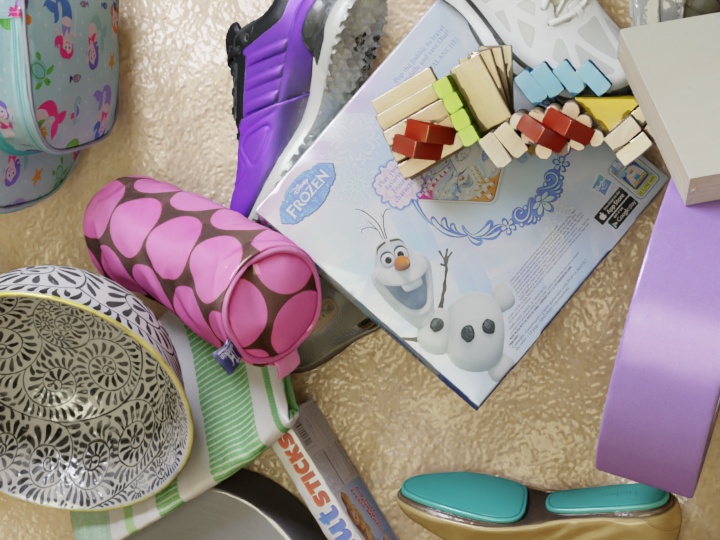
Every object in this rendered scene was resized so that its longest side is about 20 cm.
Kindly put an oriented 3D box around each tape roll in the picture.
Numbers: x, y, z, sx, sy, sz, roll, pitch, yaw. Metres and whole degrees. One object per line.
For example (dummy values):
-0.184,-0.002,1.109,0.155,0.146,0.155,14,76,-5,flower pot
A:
0.205,0.037,1.128,0.065,0.200,0.202,15,100,12,tape roll
-0.111,0.247,1.311,0.198,0.066,0.203,2,98,16,tape roll

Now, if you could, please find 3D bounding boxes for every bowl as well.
-0.201,0.063,1.231,0.198,0.095,0.202,6,130,7,bowl

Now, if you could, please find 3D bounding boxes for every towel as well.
-0.135,0.095,1.278,0.199,0.023,0.154,-31,53,21,towel

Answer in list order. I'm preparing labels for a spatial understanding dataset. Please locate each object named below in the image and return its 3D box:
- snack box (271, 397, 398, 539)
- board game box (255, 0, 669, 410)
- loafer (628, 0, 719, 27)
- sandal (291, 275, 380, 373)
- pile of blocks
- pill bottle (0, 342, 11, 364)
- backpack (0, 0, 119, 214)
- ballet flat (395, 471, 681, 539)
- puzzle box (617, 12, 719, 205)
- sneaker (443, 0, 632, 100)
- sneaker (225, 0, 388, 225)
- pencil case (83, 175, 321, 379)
0.000,0.185,1.269,0.024,0.072,0.201,-32,87,15,snack box
0.067,-0.047,1.207,0.199,0.043,0.200,41,85,7,board game box
0.212,-0.192,1.168,0.069,0.070,0.202,-2,95,24,loafer
0.000,0.000,1.256,0.199,0.055,0.082,-38,86,14,sandal
0.102,-0.102,1.140,0.198,0.062,0.083,-4,98,9,pile of blocks
-0.339,0.019,1.327,0.200,0.104,0.104,41,105,7,pill bottle
-0.253,-0.140,1.249,0.149,0.177,0.202,12,103,19,backpack
0.121,0.180,1.241,0.198,0.069,0.064,1,111,16,ballet flat
0.271,-0.111,1.105,0.198,0.026,0.134,-10,50,-8,puzzle box
0.110,-0.197,1.161,0.200,0.116,0.076,39,60,6,sneaker
-0.058,-0.123,1.257,0.099,0.069,0.202,32,108,24,sneaker
-0.112,0.001,1.233,0.090,0.199,0.094,-37,127,-20,pencil case
